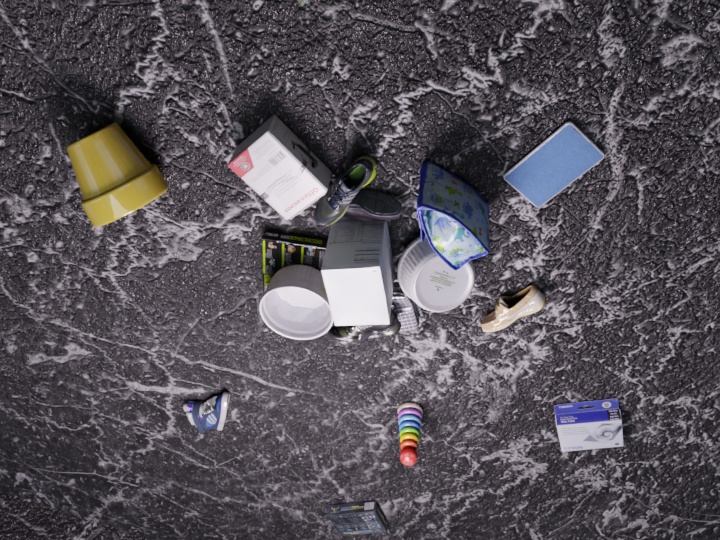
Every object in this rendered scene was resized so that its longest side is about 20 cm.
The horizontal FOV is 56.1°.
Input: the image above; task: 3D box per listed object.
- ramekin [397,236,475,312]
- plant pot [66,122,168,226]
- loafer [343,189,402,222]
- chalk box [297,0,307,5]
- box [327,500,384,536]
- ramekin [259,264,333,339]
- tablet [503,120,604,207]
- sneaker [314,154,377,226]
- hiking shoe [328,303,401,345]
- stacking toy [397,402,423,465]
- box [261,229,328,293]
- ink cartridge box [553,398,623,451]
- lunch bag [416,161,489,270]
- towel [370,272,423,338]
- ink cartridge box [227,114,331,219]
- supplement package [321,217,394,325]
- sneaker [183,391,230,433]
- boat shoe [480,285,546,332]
[{"bbox_3d":[0.197,0.012,1.694,0.199,0.095,0.205,-5,118,-10],"label":"ramekin"},{"bbox_3d":[-0.586,-0.233,1.591,0.198,0.201,0.191,-17,113,22],"label":"plant pot"},{"bbox_3d":[0.006,-0.155,1.652,0.197,0.073,0.063,10,152,8],"label":"loafer"},{"bbox_3d":[-0.100,-0.576,1.203,0.124,0.202,0.124,39,126,-24],"label":"chalk box"},{"bbox_3d":[-0.009,0.962,2.620,0.197,0.051,0.159,-12,128,17],"label":"box"},{"bbox_3d":[-0.160,0.078,1.784,0.196,0.106,0.202,5,133,5],"label":"ramekin"},{"bbox_3d":[0.439,-0.238,1.540,0.129,0.014,0.200,35,128,-20],"label":"tablet"},{"bbox_3d":[-0.043,-0.186,1.572,0.074,0.081,0.201,40,102,3],"label":"sneaker"},{"bbox_3d":[0.004,0.131,1.786,0.197,0.076,0.102,-12,122,9],"label":"hiking shoe"},{"bbox_3d":[0.150,0.515,2.109,0.084,0.202,0.086,4,132,5],"label":"stacking toy"},{"bbox_3d":[-0.168,-0.008,1.810,0.190,0.048,0.202,9,132,4],"label":"box"},{"bbox_3d":[0.713,0.486,2.105,0.196,0.041,0.202,-10,128,17],"label":"ink cartridge box"},{"bbox_3d":[0.200,-0.132,1.553,0.126,0.172,0.200,-28,123,31],"label":"lunch bag"},{"bbox_3d":[0.061,0.102,1.843,0.197,0.086,0.167,-8,130,15],"label":"towel"},{"bbox_3d":[-0.186,-0.238,1.586,0.146,0.084,0.200,-31,120,30],"label":"ink cartridge box"},{"bbox_3d":[0.000,0.000,1.687,0.144,0.202,0.193,-3,130,11],"label":"supplement package"},{"bbox_3d":[-0.516,0.461,2.243,0.144,0.081,0.201,13,137,-9],"label":"sneaker"},{"bbox_3d":[0.397,0.098,1.805,0.199,0.074,0.069,-32,108,29],"label":"boat shoe"}]
